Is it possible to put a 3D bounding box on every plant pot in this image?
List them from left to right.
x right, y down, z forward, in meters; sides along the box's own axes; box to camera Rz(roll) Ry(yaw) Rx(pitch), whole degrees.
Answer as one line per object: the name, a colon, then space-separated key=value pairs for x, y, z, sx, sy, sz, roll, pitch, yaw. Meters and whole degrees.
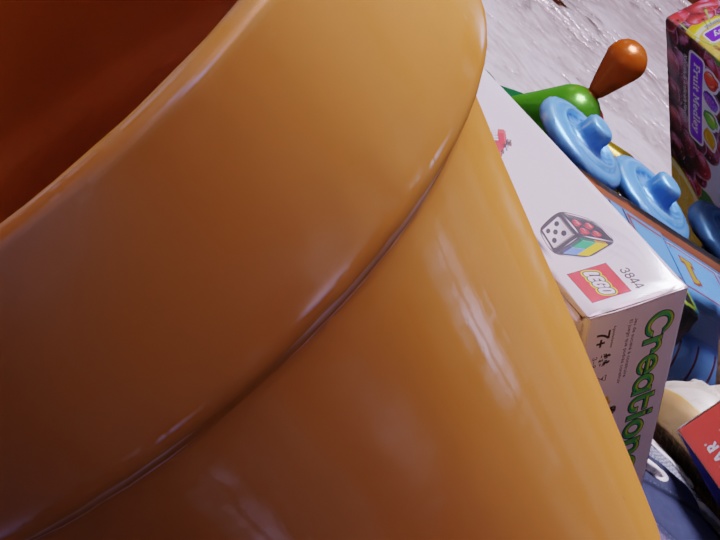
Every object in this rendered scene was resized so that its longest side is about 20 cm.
plant pot: x=-0.032 y=0.027 z=0.622 sx=0.183 sy=0.200 sz=0.200 roll=52 pitch=11 yaw=-23

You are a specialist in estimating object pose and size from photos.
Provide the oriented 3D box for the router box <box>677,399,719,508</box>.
router box: x=0.222 y=0.072 z=0.976 sx=0.049 sy=0.179 sz=0.200 roll=57 pitch=0 yaw=43

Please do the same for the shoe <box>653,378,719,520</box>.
shoe: x=0.141 y=0.065 z=1.051 sx=0.070 sy=0.053 sz=0.200 roll=45 pitch=1 yaw=16

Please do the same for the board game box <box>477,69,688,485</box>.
board game box: x=0.010 y=-0.003 z=0.770 sx=0.034 sy=0.127 sz=0.200 roll=-15 pitch=45 yaw=-26

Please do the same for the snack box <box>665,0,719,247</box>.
snack box: x=0.196 y=-0.010 z=1.237 sx=0.142 sy=0.053 sz=0.200 roll=45 pitch=-24 yaw=39

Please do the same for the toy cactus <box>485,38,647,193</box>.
toy cactus: x=0.037 y=-0.094 z=1.264 sx=0.199 sy=0.103 sz=0.165 roll=19 pitch=17 yaw=-35

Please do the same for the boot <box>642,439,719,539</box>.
boot: x=0.065 y=0.076 z=0.894 sx=0.200 sy=0.073 sz=0.090 roll=25 pitch=18 yaw=-48

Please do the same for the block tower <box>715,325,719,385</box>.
block tower: x=0.236 y=0.020 z=1.071 sx=0.054 sy=0.199 sz=0.058 roll=83 pitch=13 yaw=-54

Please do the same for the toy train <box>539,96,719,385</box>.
toy train: x=0.109 y=0.012 z=1.157 sx=0.200 sy=0.087 sz=0.115 roll=31 pitch=29 yaw=-41
